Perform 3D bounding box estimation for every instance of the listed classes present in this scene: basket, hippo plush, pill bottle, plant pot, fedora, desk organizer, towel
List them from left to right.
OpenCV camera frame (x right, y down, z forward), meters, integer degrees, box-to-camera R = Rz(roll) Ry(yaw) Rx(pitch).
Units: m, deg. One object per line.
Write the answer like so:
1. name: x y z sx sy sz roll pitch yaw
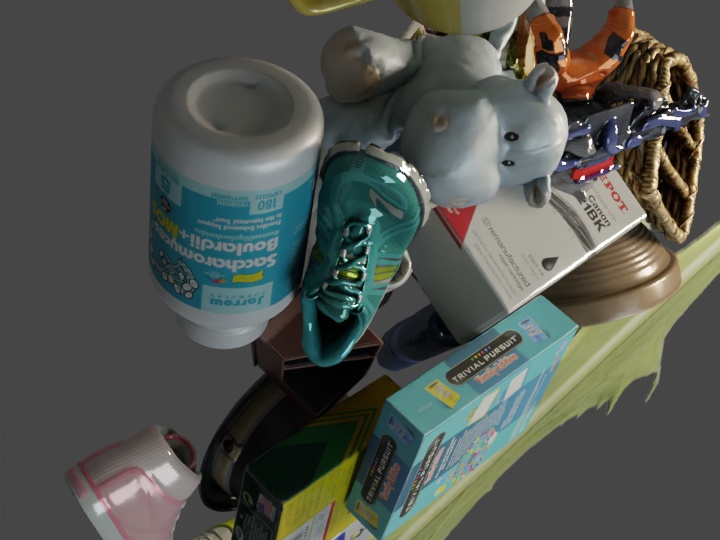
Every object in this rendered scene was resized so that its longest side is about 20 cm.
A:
1. pill bottle: -0.088 -0.037 0.892 0.111 0.111 0.200 -30 147 -32
2. fedora: -0.056 0.170 1.229 0.200 0.092 0.201 -36 151 -23
3. desk organizer: -0.038 0.067 1.067 0.072 0.077 0.200 -43 174 -10
4. towel: 0.083 0.051 1.242 0.111 0.049 0.200 -23 176 -18
5. hippo plush: 0.073 -0.090 0.930 0.200 0.161 0.160 -16 126 -25
6. plant pot: 0.223 -0.018 1.343 0.201 0.201 0.093 -25 111 -38
7. basket: 0.288 -0.137 1.275 0.143 0.149 0.200 -50 152 4

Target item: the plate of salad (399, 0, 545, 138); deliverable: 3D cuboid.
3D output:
1. plate of salad: 0.087 -0.161 1.058 0.200 0.048 0.200 -36 151 -23

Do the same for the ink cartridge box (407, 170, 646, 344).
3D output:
1. ink cartridge box: 0.131 -0.051 1.136 0.200 0.144 0.084 -31 175 -36

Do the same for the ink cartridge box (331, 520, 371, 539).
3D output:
1. ink cartridge box: -0.071 0.290 1.266 0.200 0.047 0.198 -41 166 -14

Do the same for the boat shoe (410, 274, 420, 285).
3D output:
1. boat shoe: 0.101 -0.036 1.228 0.200 0.062 0.075 -24 143 -43

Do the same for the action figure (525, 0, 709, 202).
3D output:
1. action figure: 0.193 -0.154 1.073 0.200 0.105 0.194 -12 117 -35

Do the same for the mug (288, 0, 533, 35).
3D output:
1. mug: 0.048 -0.233 0.848 0.153 0.186 0.150 69 33 -70

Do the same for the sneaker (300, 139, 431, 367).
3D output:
1. sneaker: -0.003 -0.007 0.880 0.200 0.077 0.080 101 7 -52

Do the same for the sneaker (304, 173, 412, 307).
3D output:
1. sneaker: 0.000 0.000 1.084 0.075 0.100 0.200 -46 155 -8

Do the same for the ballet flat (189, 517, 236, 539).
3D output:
1. ballet flat: -0.169 0.303 1.280 0.200 0.067 0.067 -42 134 -9

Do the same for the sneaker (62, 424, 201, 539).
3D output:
1. sneaker: -0.174 0.201 1.115 0.105 0.075 0.200 -34 146 -15

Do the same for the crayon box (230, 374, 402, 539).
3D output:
1. crayon box: -0.020 0.174 1.127 0.200 0.051 0.127 -29 148 -37

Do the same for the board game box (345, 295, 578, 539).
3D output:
1. board game box: 0.086 0.123 1.113 0.200 0.047 0.151 -29 151 -37
